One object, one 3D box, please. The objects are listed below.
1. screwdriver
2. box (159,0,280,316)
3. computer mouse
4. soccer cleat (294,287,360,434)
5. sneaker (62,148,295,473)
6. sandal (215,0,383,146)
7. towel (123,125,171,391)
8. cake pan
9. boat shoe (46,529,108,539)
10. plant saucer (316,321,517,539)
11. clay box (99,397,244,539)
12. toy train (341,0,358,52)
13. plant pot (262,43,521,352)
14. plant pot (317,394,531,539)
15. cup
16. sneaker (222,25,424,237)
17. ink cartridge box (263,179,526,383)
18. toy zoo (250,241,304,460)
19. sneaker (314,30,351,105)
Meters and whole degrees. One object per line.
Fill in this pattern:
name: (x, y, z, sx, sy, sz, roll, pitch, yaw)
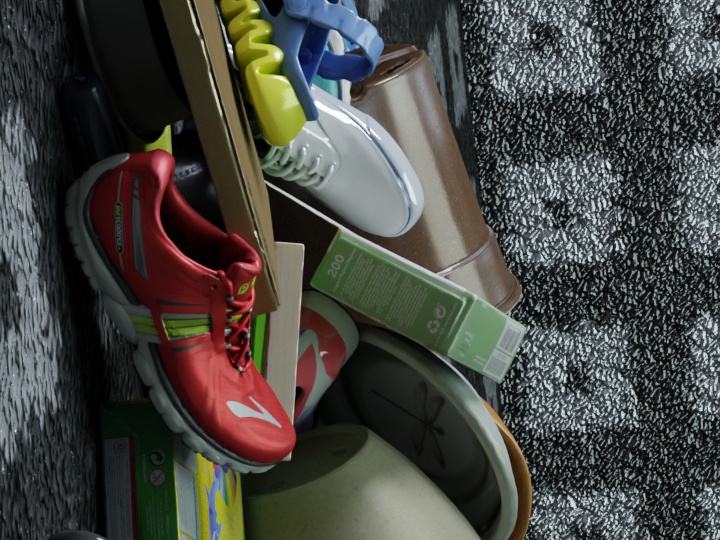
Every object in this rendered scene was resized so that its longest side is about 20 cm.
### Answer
screwdriver: (-0.133, -0.028, 1.432, 0.028, 0.029, 0.201, -84, 161, -51)
box: (-0.082, -0.097, 1.443, 0.164, 0.021, 0.201, -100, 175, -65)
computer mouse: (-0.096, -0.100, 1.681, 0.200, 0.046, 0.141, -66, 151, -72)
soccer cleat: (-0.060, 0.085, 1.676, 0.073, 0.068, 0.200, -47, 174, -33)
sneaker: (-0.085, 0.024, 1.379, 0.201, 0.085, 0.077, 58, 23, -17)
sandal: (-0.046, -0.170, 1.509, 0.080, 0.087, 0.201, 78, -7, -68)
towel: (-0.123, -0.010, 1.550, 0.086, 0.018, 0.201, -26, 111, -82)
cake pan: (-0.127, -0.177, 1.495, 0.200, 0.036, 0.202, -9, 90, -79)
boat shoe: (-0.117, 0.206, 1.275, 0.202, 0.073, 0.063, 69, 26, -48)
plant saucer: (0.034, 0.104, 1.703, 0.050, 0.199, 0.201, -43, 138, -34)
clay box: (-0.105, 0.153, 1.477, 0.200, 0.047, 0.116, 62, 23, -71)
toy train: (-0.035, -0.184, 2.016, 0.200, 0.086, 0.115, 52, 28, -74)
plant pot: (-0.001, -0.052, 1.869, 0.200, 0.199, 0.199, -69, 145, -71)
plant pot: (0.016, 0.147, 1.877, 0.140, 0.199, 0.201, -113, -167, -62)
cup: (-0.016, 0.186, 1.638, 0.200, 0.199, 0.144, -71, 143, -69)
sneaker: (-0.048, -0.085, 1.627, 0.073, 0.200, 0.071, -46, -174, 39)
ink cartridge box: (0.000, 0.000, 1.614, 0.048, 0.199, 0.145, -63, 161, 0)
toy zoo: (-0.074, 0.051, 1.591, 0.200, 0.020, 0.132, 176, -82, -74)
sneaker: (-0.076, -0.174, 1.689, 0.080, 0.077, 0.201, -31, 94, -54)
